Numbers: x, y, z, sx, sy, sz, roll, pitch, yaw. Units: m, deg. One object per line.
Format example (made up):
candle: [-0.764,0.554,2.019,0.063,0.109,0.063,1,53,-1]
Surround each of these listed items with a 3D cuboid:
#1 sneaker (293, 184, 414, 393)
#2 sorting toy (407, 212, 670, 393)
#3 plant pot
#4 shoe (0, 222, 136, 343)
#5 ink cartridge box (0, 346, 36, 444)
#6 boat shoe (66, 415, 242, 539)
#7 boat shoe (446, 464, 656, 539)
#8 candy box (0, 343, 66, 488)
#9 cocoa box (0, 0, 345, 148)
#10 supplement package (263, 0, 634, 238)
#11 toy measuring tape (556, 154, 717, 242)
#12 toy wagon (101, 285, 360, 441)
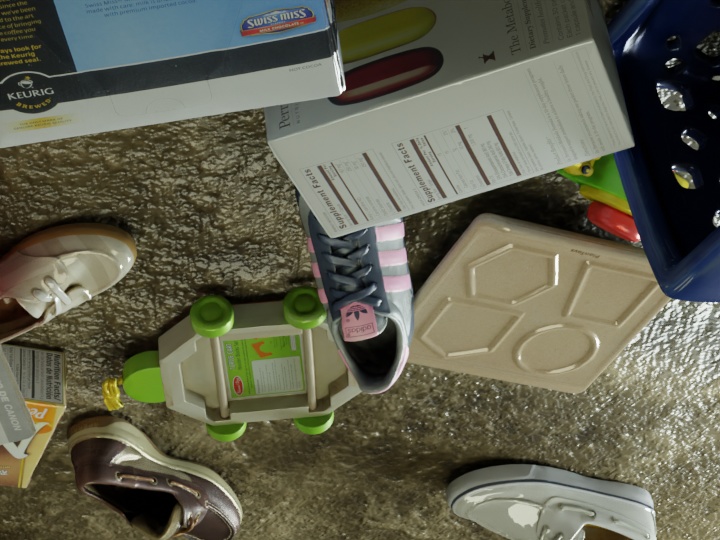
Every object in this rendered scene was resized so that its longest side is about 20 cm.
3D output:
sneaker: [0.000,0.000,1.360,0.070,0.082,0.200,-9,134,12]
sorting toy: [0.128,0.023,1.470,0.184,0.037,0.200,12,144,-24]
plant pot: [0.279,-0.103,1.195,0.179,0.201,0.200,10,140,-31]
shoe: [-0.243,0.025,1.387,0.199,0.054,0.070,-21,141,18]
ink cartridge box: [-0.321,0.031,1.309,0.175,0.084,0.201,-11,124,7]
boat shoe: [-0.165,0.189,1.605,0.072,0.072,0.200,-23,141,20]
boat shoe: [0.168,0.218,1.701,0.199,0.070,0.071,13,139,-25]
candy box: [-0.329,0.099,1.470,0.199,0.055,0.116,9,139,-21]
cocoa box: [-0.119,-0.169,1.082,0.199,0.134,0.131,-9,143,2]
supplement package: [0.049,-0.117,1.197,0.199,0.114,0.110,-17,144,12]
toy measuring tape: [0.213,-0.041,1.358,0.200,0.074,0.074,27,132,-34]
toy wagon: [-0.095,0.071,1.488,0.199,0.040,0.155,-5,143,-2]
